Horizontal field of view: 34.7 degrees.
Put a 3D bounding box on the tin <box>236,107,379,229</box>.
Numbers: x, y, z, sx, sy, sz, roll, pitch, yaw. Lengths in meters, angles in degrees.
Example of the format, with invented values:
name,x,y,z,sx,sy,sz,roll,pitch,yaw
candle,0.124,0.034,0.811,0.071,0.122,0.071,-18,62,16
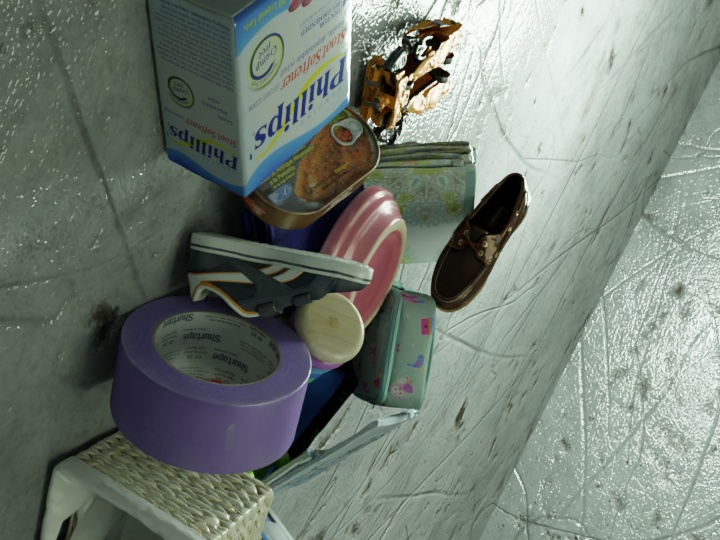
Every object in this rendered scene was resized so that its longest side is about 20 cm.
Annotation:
name,x,y,z,sx,sy,sz,roll,pitch,yaw
tin,-0.059,-0.118,1.263,0.200,0.112,0.042,-40,176,-43

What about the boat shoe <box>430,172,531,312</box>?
name,x,y,z,sx,sy,sz,roll,pitch,yaw
boat shoe,0.151,-0.041,1.478,0.201,0.070,0.071,-57,164,-18

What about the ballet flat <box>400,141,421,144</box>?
name,x,y,z,sx,sy,sz,roll,pitch,yaw
ballet flat,0.052,-0.106,1.595,0.071,0.068,0.202,-67,174,-53

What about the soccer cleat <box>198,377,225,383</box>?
name,x,y,z,sx,sy,sz,roll,pitch,yaw
soccer cleat,-0.189,0.158,1.348,0.066,0.077,0.201,28,105,-35

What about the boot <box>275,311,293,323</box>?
name,x,y,z,sx,sy,sz,roll,pitch,yaw
boot,-0.114,0.085,1.419,0.199,0.069,0.176,2,114,-66

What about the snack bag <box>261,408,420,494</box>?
name,x,y,z,sx,sy,sz,roll,pitch,yaw
snack bag,-0.033,0.225,1.435,0.199,0.022,0.188,-32,168,14

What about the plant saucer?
name,x,y,z,sx,sy,sz,roll,pitch,yaw
plant saucer,0.000,0.000,1.380,0.201,0.050,0.202,-55,161,-29

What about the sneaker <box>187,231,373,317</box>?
name,x,y,z,sx,sy,sz,roll,pitch,yaw
sneaker,-0.087,0.013,1.219,0.078,0.197,0.081,-6,106,-80

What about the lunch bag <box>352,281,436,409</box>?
name,x,y,z,sx,sy,sz,roll,pitch,yaw
lunch bag,0.039,0.094,1.520,0.200,0.076,0.163,-175,-88,-77

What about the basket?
name,x,y,z,sx,sy,sz,roll,pitch,yaw
basket,-0.226,0.298,1.245,0.161,0.198,0.201,-33,144,-60

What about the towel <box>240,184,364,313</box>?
name,x,y,z,sx,sy,sz,roll,pitch,yaw
towel,-0.063,-0.065,1.337,0.200,0.049,0.149,-48,137,-44

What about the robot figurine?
name,x,y,z,sx,sy,sz,roll,pitch,yaw
robot figurine,0.062,-0.245,1.461,0.200,0.058,0.147,-39,147,-47

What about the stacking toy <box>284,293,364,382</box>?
name,x,y,z,sx,sy,sz,roll,pitch,yaw
stacking toy,-0.078,0.101,1.319,0.085,0.086,0.200,-41,180,-42

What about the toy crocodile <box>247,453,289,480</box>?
name,x,y,z,sx,sy,sz,roll,pitch,yaw
toy crocodile,-0.124,0.199,1.363,0.067,0.062,0.201,-27,151,-25

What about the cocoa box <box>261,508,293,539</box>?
name,x,y,z,sx,sy,sz,roll,pitch,yaw
cocoa box,-0.185,0.382,1.435,0.200,0.134,0.131,-43,157,0

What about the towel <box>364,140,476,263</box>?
name,x,y,z,sx,sy,sz,roll,pitch,yaw
towel,0.068,-0.086,1.527,0.202,0.168,0.049,88,-1,-46

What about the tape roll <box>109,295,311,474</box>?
name,x,y,z,sx,sy,sz,roll,pitch,yaw
tape roll,-0.154,0.113,1.186,0.199,0.198,0.086,-28,138,-55

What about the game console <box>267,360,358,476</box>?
name,x,y,z,sx,sy,sz,roll,pitch,yaw
game console,-0.106,0.179,1.514,0.201,0.118,0.171,-51,-161,13

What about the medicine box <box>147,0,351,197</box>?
name,x,y,z,sx,sy,sz,roll,pitch,yaw
medicine box,-0.097,-0.209,1.088,0.182,0.102,0.202,-46,151,-36
